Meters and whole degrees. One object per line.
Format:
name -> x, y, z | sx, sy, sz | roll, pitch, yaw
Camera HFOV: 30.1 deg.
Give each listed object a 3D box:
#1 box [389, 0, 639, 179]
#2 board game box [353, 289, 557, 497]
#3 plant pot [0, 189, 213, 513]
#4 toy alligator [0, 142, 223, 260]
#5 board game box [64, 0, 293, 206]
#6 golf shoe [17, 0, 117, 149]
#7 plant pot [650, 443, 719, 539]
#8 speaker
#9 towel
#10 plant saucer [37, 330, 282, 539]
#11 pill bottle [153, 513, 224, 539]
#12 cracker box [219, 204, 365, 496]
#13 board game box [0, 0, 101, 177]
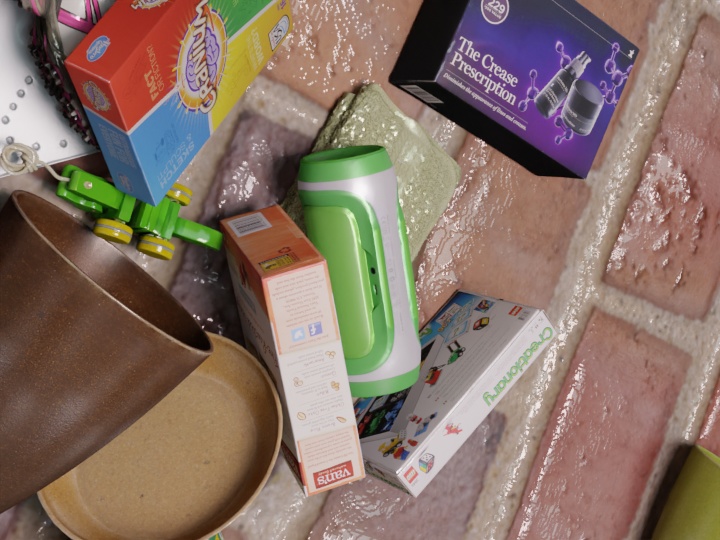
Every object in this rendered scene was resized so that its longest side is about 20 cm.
box -> 0.145, -0.190, 1.236 | 0.199, 0.079, 0.142 | 27, 81, -32
board game box -> 0.071, 0.105, 1.206 | 0.200, 0.126, 0.035 | -47, 118, -17
plant pot -> -0.242, 0.077, 0.992 | 0.187, 0.187, 0.200 | 38, 93, -31
toy alligator -> -0.200, -0.055, 1.053 | 0.199, 0.054, 0.060 | 23, 77, -34
board game box -> -0.127, -0.169, 0.997 | 0.200, 0.040, 0.153 | -56, 159, -24
golf shoe -> -0.197, -0.179, 0.968 | 0.092, 0.073, 0.201 | -28, 132, -18
plant pot -> 0.375, 0.320, 1.418 | 0.187, 0.187, 0.200 | 31, 96, -32
speaker -> 0.000, 0.000, 1.126 | 0.088, 0.088, 0.201 | -16, 105, -29
towel -> 0.001, -0.050, 1.191 | 0.148, 0.036, 0.201 | 37, 78, -30
plant saucer -> -0.156, 0.138, 1.053 | 0.200, 0.200, 0.036 | -42, 148, -19
pill bottle -> -0.145, 0.282, 1.101 | 0.113, 0.113, 0.201 | -34, 123, -23
cracker box -> -0.056, 0.064, 1.095 | 0.057, 0.134, 0.201 | -17, 116, -14
board game box -> -0.233, -0.188, 1.029 | 0.199, 0.026, 0.201 | -19, 107, -28
